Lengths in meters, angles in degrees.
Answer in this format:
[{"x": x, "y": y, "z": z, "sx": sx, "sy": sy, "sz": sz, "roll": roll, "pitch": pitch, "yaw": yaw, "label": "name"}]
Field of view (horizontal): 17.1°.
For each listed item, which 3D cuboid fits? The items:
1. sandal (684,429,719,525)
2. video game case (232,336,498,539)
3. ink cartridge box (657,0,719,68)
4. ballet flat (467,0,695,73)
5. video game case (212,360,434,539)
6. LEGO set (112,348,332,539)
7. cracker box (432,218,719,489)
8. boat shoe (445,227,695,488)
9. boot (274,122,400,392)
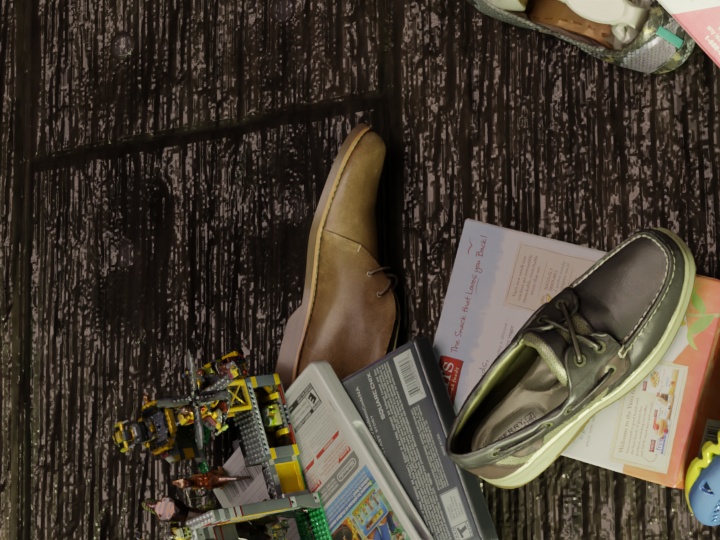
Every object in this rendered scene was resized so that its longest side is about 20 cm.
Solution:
[{"x": 0.287, "y": 0.109, "z": 1.452, "sx": 0.200, "sy": 0.079, "sz": 0.087, "roll": -33, "pitch": 70, "yaw": 25, "label": "sandal"}, {"x": -0.001, "y": 0.148, "z": 1.618, "sx": 0.200, "sy": 0.019, "sz": 0.143, "roll": -32, "pitch": 72, "yaw": 42, "label": "video game case"}, {"x": 0.267, "y": -0.231, "z": 1.479, "sx": 0.200, "sy": 0.083, "sz": 0.147, "roll": -40, "pitch": 105, "yaw": 19, "label": "ink cartridge box"}, {"x": 0.132, "y": -0.190, "z": 1.604, "sx": 0.200, "sy": 0.072, "sz": 0.072, "roll": 26, "pitch": 96, "yaw": 33, "label": "ballet flat"}, {"x": -0.017, "y": 0.182, "z": 1.613, "sx": 0.143, "sy": 0.018, "sz": 0.200, "roll": -50, "pitch": 60, "yaw": 35, "label": "video game case"}, {"x": -0.111, "y": 0.157, "z": 1.607, "sx": 0.153, "sy": 0.116, "sz": 0.201, "roll": -15, "pitch": 83, "yaw": 44, "label": "LEGO set"}, {"x": 0.146, "y": 0.054, "z": 1.559, "sx": 0.199, "sy": 0.058, "sz": 0.135, "roll": 15, "pitch": 90, "yaw": 32, "label": "cracker box"}, {"x": 0.129, "y": 0.055, "z": 1.495, "sx": 0.201, "sy": 0.066, "sz": 0.072, "roll": -50, "pitch": 61, "yaw": 16, "label": "boat shoe"}, {"x": 0.000, "y": 0.000, "z": 1.662, "sx": 0.075, "sy": 0.074, "sz": 0.201, "roll": 14, "pitch": 96, "yaw": 18, "label": "boot"}]
